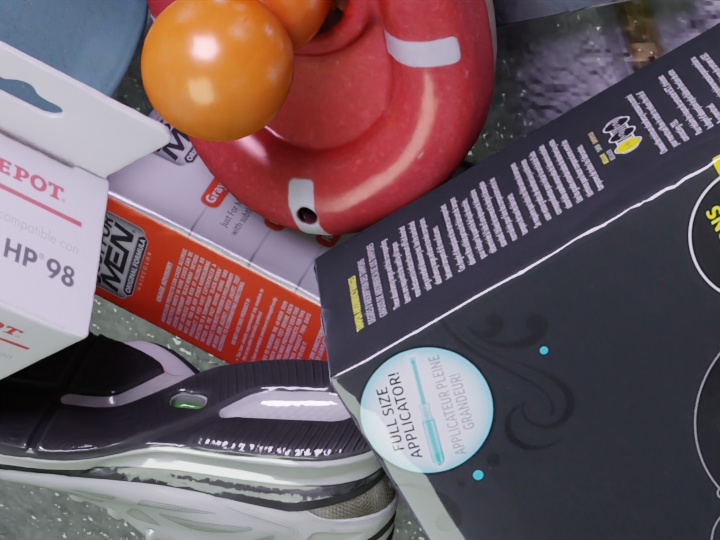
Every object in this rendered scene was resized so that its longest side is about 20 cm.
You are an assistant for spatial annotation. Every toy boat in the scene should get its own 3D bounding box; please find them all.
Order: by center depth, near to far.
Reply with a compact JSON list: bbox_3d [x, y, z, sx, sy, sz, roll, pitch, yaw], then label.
[{"bbox_3d":[-0.032,-0.092,0.919,0.130,0.131,0.200,6,132,26],"label":"toy boat"}]

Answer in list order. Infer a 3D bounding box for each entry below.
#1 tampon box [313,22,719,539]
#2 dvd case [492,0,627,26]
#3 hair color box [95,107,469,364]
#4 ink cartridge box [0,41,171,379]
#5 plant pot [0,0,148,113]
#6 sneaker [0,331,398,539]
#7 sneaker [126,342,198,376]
[{"bbox_3d":[0.106,0.026,0.904,0.200,0.126,0.150,-30,107,7],"label":"tampon box"},{"bbox_3d":[0.004,-0.146,0.961,0.200,0.022,0.146,-8,125,36],"label":"dvd case"},{"bbox_3d":[0.000,0.000,1.041,0.200,0.102,0.061,28,139,5],"label":"hair color box"},{"bbox_3d":[-0.169,-0.008,0.917,0.116,0.067,0.200,26,146,-33],"label":"ink cartridge box"},{"bbox_3d":[-0.188,-0.109,0.991,0.188,0.200,0.200,36,139,-23],"label":"plant pot"},{"bbox_3d":[-0.082,0.091,1.011,0.200,0.076,0.116,6,126,13],"label":"sneaker"},{"bbox_3d":[-0.048,0.072,1.124,0.071,0.099,0.200,-2,139,29],"label":"sneaker"}]
